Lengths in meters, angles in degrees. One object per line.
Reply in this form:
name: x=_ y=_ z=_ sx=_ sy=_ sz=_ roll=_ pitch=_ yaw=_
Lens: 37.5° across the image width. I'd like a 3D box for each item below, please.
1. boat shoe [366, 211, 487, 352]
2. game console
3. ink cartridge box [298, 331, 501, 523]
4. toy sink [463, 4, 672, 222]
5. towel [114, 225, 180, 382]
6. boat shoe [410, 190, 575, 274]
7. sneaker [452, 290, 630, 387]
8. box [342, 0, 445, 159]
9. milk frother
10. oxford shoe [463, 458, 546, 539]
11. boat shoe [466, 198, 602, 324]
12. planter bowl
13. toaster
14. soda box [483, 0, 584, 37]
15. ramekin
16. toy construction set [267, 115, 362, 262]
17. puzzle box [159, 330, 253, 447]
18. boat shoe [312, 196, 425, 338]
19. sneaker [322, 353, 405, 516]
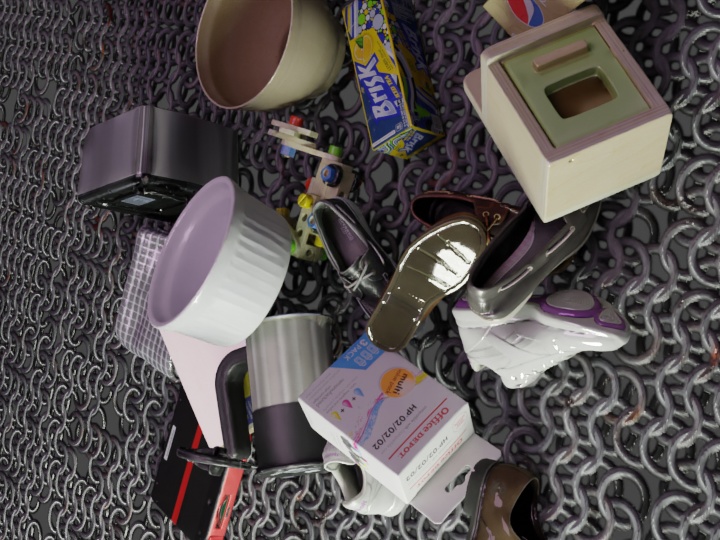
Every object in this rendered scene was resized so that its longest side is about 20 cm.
boat shoe: x=0.071 y=0.001 z=1.156 sx=0.072 sy=0.068 sz=0.200 roll=37 pitch=125 yaw=-5
game console: x=-0.230 y=0.278 z=1.521 sx=0.177 sy=0.031 sz=0.201 roll=28 pitch=104 yaw=49
ink cartridge box: x=0.043 y=0.170 z=1.165 sx=0.200 sy=0.068 sz=0.115 roll=33 pitch=66 yaw=33
toy sink: x=0.195 y=-0.174 z=1.045 sx=0.130 sy=0.112 sz=0.201 roll=-22 pitch=60 yaw=-5
towel: x=-0.277 y=0.043 z=1.559 sx=0.165 sy=0.085 sz=0.201 roll=24 pitch=101 yaw=44
boat shoe: x=0.138 y=-0.043 z=1.156 sx=0.199 sy=0.070 sz=0.071 roll=18 pitch=93 yaw=44
sneaker: x=0.189 y=0.072 z=1.090 sx=0.199 sy=0.075 sz=0.100 roll=2 pitch=108 yaw=44
box: x=0.039 y=-0.242 z=1.289 sx=0.070 sy=0.064 sz=0.201 roll=-28 pitch=64 yaw=39
milk frother: x=-0.122 y=0.153 z=1.286 sx=0.179 sy=0.200 sz=0.189 roll=-12 pitch=74 yaw=14
oxford shoe: x=0.148 y=0.301 z=1.094 sx=0.084 sy=0.072 sz=0.201 roll=3 pitch=87 yaw=41
boat shoe: x=0.176 y=-0.034 z=1.058 sx=0.067 sy=0.057 sz=0.200 roll=28 pitch=71 yaw=36
planter bowl: x=-0.105 y=-0.299 z=1.395 sx=0.200 sy=0.134 sz=0.202 roll=-7 pitch=80 yaw=45
toaster: x=-0.283 y=-0.146 z=1.524 sx=0.199 sy=0.180 sz=0.120 roll=-11 pitch=75 yaw=45
soda box: x=0.196 y=-0.292 z=1.053 sx=0.064 sy=0.068 sz=0.200 roll=-45 pitch=5 yaw=-12
ramekin: x=-0.170 y=-0.005 z=1.299 sx=0.200 sy=0.097 sz=0.201 roll=-40 pitch=36 yaw=37
toy construction set: x=-0.072 y=-0.096 z=1.372 sx=0.131 sy=0.092 sz=0.201 roll=22 pitch=111 yaw=45
puzzle box: x=-0.183 y=0.127 z=1.434 sx=0.133 sy=0.025 sz=0.201 roll=-31 pitch=72 yaw=13
boat shoe: x=0.000 y=0.000 z=1.264 sx=0.072 sy=0.071 sz=0.200 roll=-43 pitch=72 yaw=24
sneaker: x=-0.001 y=0.187 z=1.244 sx=0.075 sy=0.099 sz=0.201 roll=-34 pitch=60 yaw=40
